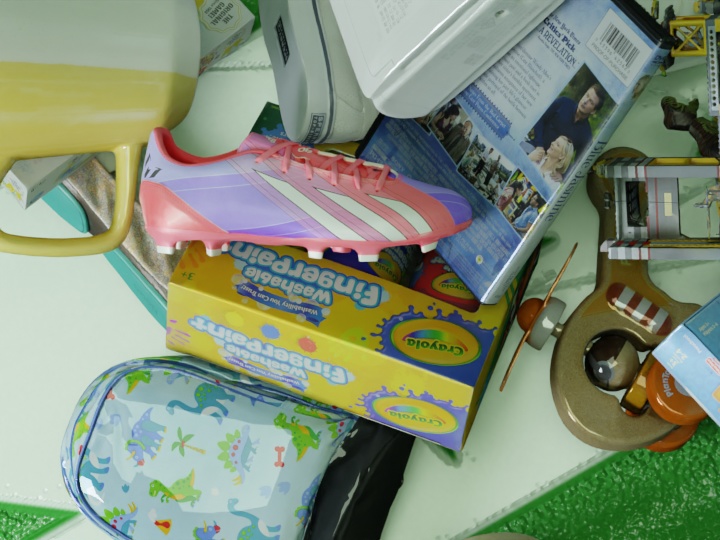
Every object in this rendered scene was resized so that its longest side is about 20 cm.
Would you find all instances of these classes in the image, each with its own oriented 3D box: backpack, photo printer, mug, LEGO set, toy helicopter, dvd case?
[{"bbox_3d":[-0.089,0.128,1.379,0.199,0.154,0.164,25,96,21],"label":"backpack"},{"bbox_3d":[0.040,-0.216,1.281,0.166,0.069,0.201,-41,57,36],"label":"photo printer"},{"bbox_3d":[-0.184,-0.118,1.335,0.152,0.150,0.188,1,114,-21],"label":"mug"},{"bbox_3d":[0.201,-0.090,1.339,0.115,0.154,0.201,1,112,21],"label":"LEGO set"},{"bbox_3d":[0.157,0.016,1.386,0.131,0.079,0.201,4,70,-4],"label":"toy helicopter"},{"bbox_3d":[0.086,-0.100,1.293,0.143,0.017,0.201,50,121,31],"label":"dvd case"}]

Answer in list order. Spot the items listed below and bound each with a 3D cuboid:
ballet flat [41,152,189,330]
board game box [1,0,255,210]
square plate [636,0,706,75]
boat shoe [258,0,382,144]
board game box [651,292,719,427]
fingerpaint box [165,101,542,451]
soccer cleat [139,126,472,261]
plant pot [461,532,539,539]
[{"bbox_3d":[-0.160,-0.043,1.441,0.067,0.068,0.200,-42,85,-19],"label":"ballet flat"},{"bbox_3d":[-0.186,-0.151,1.424,0.200,0.034,0.135,-40,81,-23],"label":"board game box"},{"bbox_3d":[0.119,-0.206,1.384,0.199,0.028,0.199,-16,75,-23],"label":"square plate"},{"bbox_3d":[-0.021,-0.167,1.414,0.069,0.071,0.201,3,53,-20],"label":"boat shoe"},{"bbox_3d":[0.286,0.089,1.329,0.200,0.151,0.037,49,127,9],"label":"board game box"},{"bbox_3d":[0.000,0.000,1.365,0.199,0.074,0.167,19,52,9],"label":"fingerpaint box"},{"bbox_3d":[-0.033,-0.047,1.290,0.198,0.067,0.077,0,99,7],"label":"soccer cleat"},{"bbox_3d":[0.094,0.266,1.310,0.186,0.188,0.201,-17,51,5],"label":"plant pot"}]
